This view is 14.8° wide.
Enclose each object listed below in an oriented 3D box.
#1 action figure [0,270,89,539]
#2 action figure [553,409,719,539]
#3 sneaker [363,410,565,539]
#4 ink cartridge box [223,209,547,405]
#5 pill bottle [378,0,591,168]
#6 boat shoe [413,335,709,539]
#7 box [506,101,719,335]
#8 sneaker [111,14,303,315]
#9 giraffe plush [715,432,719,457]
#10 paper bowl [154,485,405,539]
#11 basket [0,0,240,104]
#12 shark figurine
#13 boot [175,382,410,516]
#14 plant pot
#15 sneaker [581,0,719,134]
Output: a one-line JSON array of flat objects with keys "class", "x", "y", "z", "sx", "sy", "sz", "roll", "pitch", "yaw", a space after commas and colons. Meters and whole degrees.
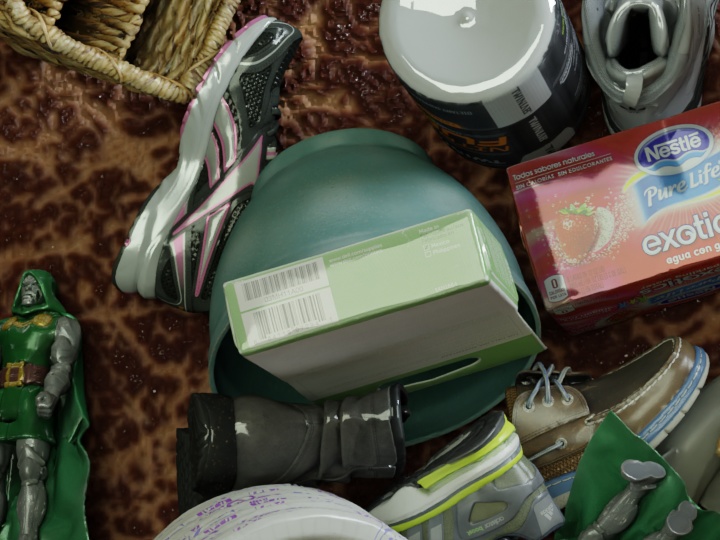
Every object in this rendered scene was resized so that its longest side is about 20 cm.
[{"class": "action figure", "x": -0.215, "y": 0.093, "z": 1.755, "sx": 0.118, "sy": 0.055, "sz": 0.200, "roll": -6, "pitch": 63, "yaw": 22}, {"class": "action figure", "x": 0.130, "y": 0.191, "z": 1.630, "sx": 0.118, "sy": 0.055, "sz": 0.200, "roll": 51, "pitch": 131, "yaw": 24}, {"class": "sneaker", "x": 0.041, "y": 0.161, "z": 1.637, "sx": 0.081, "sy": 0.074, "sz": 0.200, "roll": 51, "pitch": 137, "yaw": 1}, {"class": "ink cartridge box", "x": 0.019, "y": 0.027, "z": 1.577, "sx": 0.145, "sy": 0.200, "sz": 0.048, "roll": -17, "pitch": 76, "yaw": 9}, {"class": "pill bottle", "x": 0.082, "y": -0.123, "z": 1.671, "sx": 0.106, "sy": 0.200, "sz": 0.106, "roll": -3, "pitch": 76, "yaw": 13}, {"class": "boat shoe", "x": 0.117, "y": 0.096, "z": 1.659, "sx": 0.200, "sy": 0.072, "sz": 0.072, "roll": -39, "pitch": 105, "yaw": 14}, {"class": "box", "x": 0.200, "y": -0.038, "z": 1.679, "sx": 0.200, "sy": 0.100, "sz": 0.096, "roll": -17, "pitch": 75, "yaw": 9}, {"class": "sneaker", "x": -0.077, "y": -0.061, "z": 1.770, "sx": 0.086, "sy": 0.080, "sz": 0.200, "roll": 25, "pitch": 93, "yaw": 5}, {"class": "giraffe plush", "x": 0.309, "y": 0.072, "z": 1.575, "sx": 0.200, "sy": 0.162, "sz": 0.173, "roll": 41, "pitch": 70, "yaw": 10}, {"class": "paper bowl", "x": -0.052, "y": 0.221, "z": 1.574, "sx": 0.200, "sy": 0.104, "sz": 0.201, "roll": -5, "pitch": 103, "yaw": -22}, {"class": "basket", "x": -0.158, "y": -0.228, "z": 1.756, "sx": 0.149, "sy": 0.143, "sz": 0.200, "roll": 20, "pitch": 83, "yaw": 40}, {"class": "shark figurine", "x": 0.190, "y": 0.154, "z": 1.650, "sx": 0.128, "sy": 0.090, "sz": 0.215, "roll": 0, "pitch": 77, "yaw": 14}, {"class": "boot", "x": -0.040, "y": 0.115, "z": 1.638, "sx": 0.131, "sy": 0.200, "sz": 0.070, "roll": -3, "pitch": 78, "yaw": -10}, {"class": "plant pot", "x": 0.000, "y": 0.000, "z": 1.683, "sx": 0.200, "sy": 0.200, "sz": 0.134, "roll": -17, "pitch": 52, "yaw": 9}, {"class": "sneaker", "x": 0.184, "y": -0.179, "z": 1.703, "sx": 0.075, "sy": 0.115, "sz": 0.200, "roll": 6, "pitch": 80, "yaw": 14}]
